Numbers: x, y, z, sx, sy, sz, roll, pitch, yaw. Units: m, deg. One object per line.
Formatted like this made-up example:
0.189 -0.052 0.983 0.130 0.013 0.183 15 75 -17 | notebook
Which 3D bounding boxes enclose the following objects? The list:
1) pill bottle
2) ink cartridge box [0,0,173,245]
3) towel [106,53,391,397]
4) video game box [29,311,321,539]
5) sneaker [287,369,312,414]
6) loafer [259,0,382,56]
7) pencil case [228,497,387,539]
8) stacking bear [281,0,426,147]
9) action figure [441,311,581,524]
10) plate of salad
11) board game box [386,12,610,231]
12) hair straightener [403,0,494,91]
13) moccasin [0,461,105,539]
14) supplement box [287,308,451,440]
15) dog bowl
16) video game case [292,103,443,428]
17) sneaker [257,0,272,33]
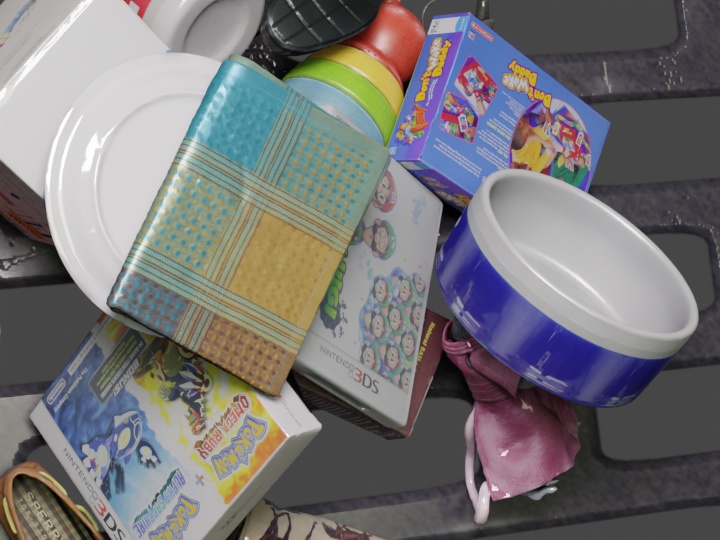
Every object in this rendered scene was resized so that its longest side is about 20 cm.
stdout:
-0.179 -0.241 1.226 0.112 0.112 0.200 -42 66 -17 | pill bottle
-0.224 -0.112 1.165 0.147 0.200 0.145 45 74 -26 | ink cartridge box
-0.075 -0.031 1.076 0.147 0.022 0.200 32 73 -24 | towel
-0.144 0.113 1.159 0.182 0.200 0.047 50 31 18 | video game box
-0.085 0.124 1.220 0.087 0.074 0.200 15 109 0 | sneaker
-0.021 -0.226 1.272 0.073 0.072 0.200 55 49 -9 | loafer
-0.021 0.250 1.257 0.200 0.078 0.089 21 63 -13 | pencil case
-0.014 -0.144 1.296 0.200 0.114 0.121 -57 134 -26 | stacking bear
0.109 0.086 1.293 0.149 0.134 0.200 -30 118 6 | action figure
-0.127 -0.051 1.086 0.200 0.048 0.200 3 85 -30 | plate of salad
0.120 -0.110 1.319 0.200 0.045 0.135 31 73 -39 | board game box
0.076 -0.168 1.360 0.077 0.041 0.200 12 80 -15 | hair straightener
-0.212 0.235 1.202 0.074 0.078 0.201 -29 92 -18 | moccasin
-0.035 0.052 1.288 0.200 0.061 0.109 27 75 -11 | supplement box
0.161 0.012 1.223 0.200 0.200 0.079 27 119 -12 | dog bowl
0.000 0.000 1.206 0.182 0.024 0.200 37 57 -50 | video game case
-0.117 -0.277 1.303 0.146 0.077 0.202 43 82 2 | sneaker
